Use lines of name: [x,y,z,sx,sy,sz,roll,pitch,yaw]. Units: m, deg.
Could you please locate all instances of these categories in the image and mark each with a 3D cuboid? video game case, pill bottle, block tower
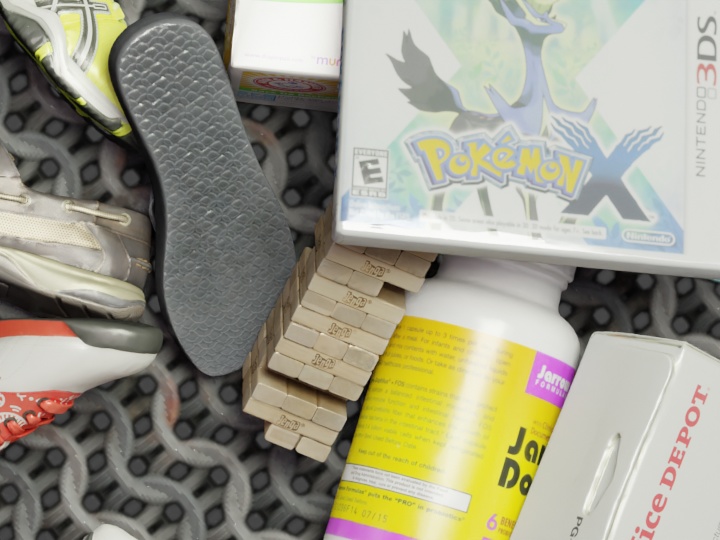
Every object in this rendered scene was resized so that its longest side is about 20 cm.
video game case: [0.089,-0.092,1.394,0.200,0.022,0.183,5,72,-8]
pill bottle: [0.054,0.074,1.477,0.104,0.104,0.200,17,83,-3]
block tower: [0.000,0.000,1.452,0.054,0.058,0.200,22,113,-13]

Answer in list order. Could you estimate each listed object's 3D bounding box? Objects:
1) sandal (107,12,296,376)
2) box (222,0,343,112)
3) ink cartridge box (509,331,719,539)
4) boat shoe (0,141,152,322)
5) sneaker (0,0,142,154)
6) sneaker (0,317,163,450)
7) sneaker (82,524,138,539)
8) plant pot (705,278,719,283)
sandal: [-0.082,-0.042,1.485,0.076,0.043,0.200,-16,111,-15]
box: [0.030,-0.137,1.494,0.200,0.112,0.102,6,84,-3]
ink cartridge box: [0.186,0.134,1.453,0.200,0.083,0.145,27,82,-30]
boat shoe: [-0.204,-0.029,1.488,0.200,0.074,0.073,20,72,-12]
sneaker: [-0.157,-0.151,1.497,0.076,0.075,0.200,-37,90,-7]
sneaker: [-0.196,0.081,1.457,0.201,0.067,0.108,-3,85,14]
sneaker: [-0.060,0.192,1.481,0.200,0.075,0.087,37,70,-7]
plant pot: [0.230,-0.101,1.499,0.141,0.141,0.200,17,77,-3]
